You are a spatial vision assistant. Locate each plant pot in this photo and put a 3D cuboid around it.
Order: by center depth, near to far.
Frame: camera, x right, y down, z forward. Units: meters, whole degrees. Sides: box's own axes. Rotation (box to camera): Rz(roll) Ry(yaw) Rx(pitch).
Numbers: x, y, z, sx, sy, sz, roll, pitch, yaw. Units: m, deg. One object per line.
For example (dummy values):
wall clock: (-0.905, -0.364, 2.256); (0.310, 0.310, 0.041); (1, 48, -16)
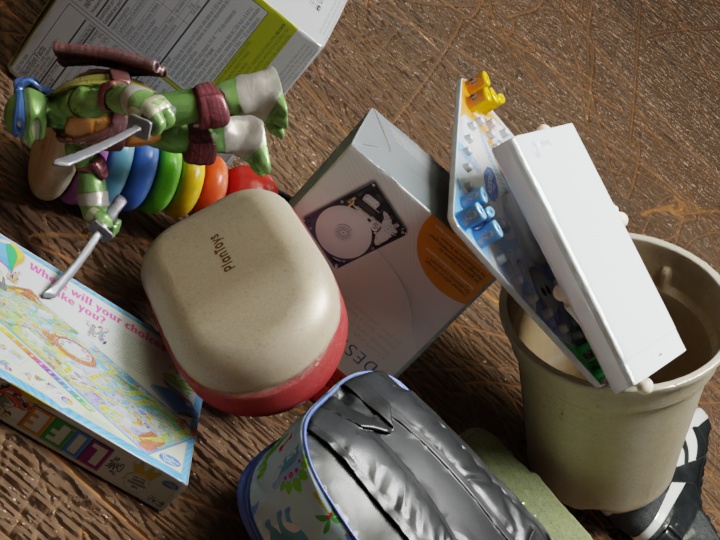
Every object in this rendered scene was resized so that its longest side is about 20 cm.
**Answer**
plant pot: (0.213, 0.100, 1.499); (0.198, 0.185, 0.201); (0, 40, 0)

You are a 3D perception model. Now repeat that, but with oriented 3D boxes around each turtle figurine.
turtle figurine: (-0.148, -0.074, 1.239); (0.192, 0.145, 0.200); (-8, 34, -19)

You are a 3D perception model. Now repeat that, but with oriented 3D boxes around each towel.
towel: (0.122, 0.216, 1.409); (0.200, 0.037, 0.148); (47, 30, 19)

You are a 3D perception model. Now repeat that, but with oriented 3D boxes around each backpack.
backpack: (0.010, 0.187, 1.209); (0.200, 0.147, 0.183); (51, 31, 4)

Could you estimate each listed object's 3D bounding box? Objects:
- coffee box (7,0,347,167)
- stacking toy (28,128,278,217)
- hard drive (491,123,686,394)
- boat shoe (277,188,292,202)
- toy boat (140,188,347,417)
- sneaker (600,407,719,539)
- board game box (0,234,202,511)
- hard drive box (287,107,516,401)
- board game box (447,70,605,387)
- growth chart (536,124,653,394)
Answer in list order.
coffee box: (-0.144, -0.219, 1.479); (0.197, 0.200, 0.200); (37, 30, -10)
stacking toy: (-0.156, -0.072, 1.370); (0.199, 0.086, 0.086); (17, 38, -26)
hard drive: (0.176, -0.013, 1.326); (0.132, 0.026, 0.201); (-18, 82, -62)
boat shoe: (-0.039, -0.024, 1.505); (0.199, 0.062, 0.075); (23, 34, -35)
toy boat: (-0.075, 0.041, 1.276); (0.131, 0.130, 0.200); (64, -4, -35)
sneaker: (0.299, 0.214, 1.623); (0.112, 0.073, 0.200); (51, 38, 5)
board game box: (-0.202, 0.066, 1.214); (0.199, 0.034, 0.135); (33, 31, -18)
hard drive box: (0.000, 0.000, 1.381); (0.156, 0.200, 0.077); (39, 30, -7)
board game box: (0.142, -0.037, 1.382); (0.200, 0.026, 0.201); (46, 29, -26)
growth chart: (0.187, -0.007, 1.384); (0.145, 0.018, 0.201); (40, 34, -34)
